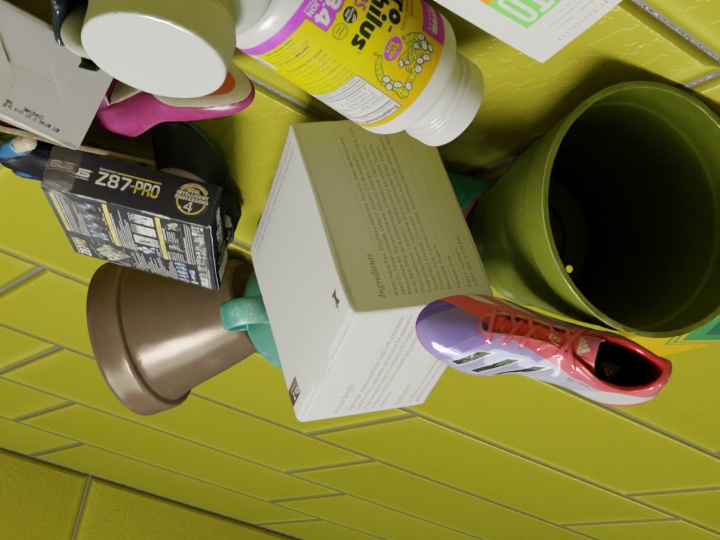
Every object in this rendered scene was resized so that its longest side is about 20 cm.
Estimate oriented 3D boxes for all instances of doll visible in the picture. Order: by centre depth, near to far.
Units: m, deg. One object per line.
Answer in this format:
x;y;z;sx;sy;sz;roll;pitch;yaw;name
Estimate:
-0.314;-0.110;1.211;0.199;0.049;0.136;13;172;12;doll

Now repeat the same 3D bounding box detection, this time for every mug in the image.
-0.069;0.035;1.321;0.185;0.153;0.114;31;153;-25;mug

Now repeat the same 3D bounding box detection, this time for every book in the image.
0.084;-0.227;0.767;0.199;0.048;0.134;23;151;-23;book

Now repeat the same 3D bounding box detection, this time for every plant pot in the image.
0.191;-0.040;0.996;0.200;0.201;0.193;19;168;-20;plant pot
-0.210;0.065;1.445;0.174;0.201;0.200;-15;150;16;plant pot

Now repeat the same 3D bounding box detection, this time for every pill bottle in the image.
-0.095;-0.207;0.683;0.112;0.201;0.112;9;158;4;pill bottle
-0.001;-0.168;0.861;0.200;0.105;0.104;28;153;-36;pill bottle

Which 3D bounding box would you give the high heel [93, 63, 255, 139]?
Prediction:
-0.163;-0.146;1.038;0.199;0.068;0.096;16;153;31;high heel

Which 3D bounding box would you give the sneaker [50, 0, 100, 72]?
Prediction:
-0.176;-0.186;0.866;0.079;0.130;0.199;10;158;5;sneaker

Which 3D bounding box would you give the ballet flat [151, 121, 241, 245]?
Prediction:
-0.167;-0.079;1.202;0.073;0.073;0.200;6;157;13;ballet flat

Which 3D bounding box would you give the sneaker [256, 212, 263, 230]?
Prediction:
-0.011;-0.042;1.237;0.199;0.078;0.085;10;-170;-12;sneaker

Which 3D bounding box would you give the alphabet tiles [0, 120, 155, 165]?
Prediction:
-0.296;-0.126;1.102;0.166;0.006;0.200;17;-175;26;alphabet tiles

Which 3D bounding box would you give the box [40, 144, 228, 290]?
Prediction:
-0.212;-0.046;1.144;0.161;0.049;0.200;13;162;0;box

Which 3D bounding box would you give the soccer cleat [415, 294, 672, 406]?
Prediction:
0.143;0.058;0.912;0.199;0.067;0.076;18;162;-9;soccer cleat

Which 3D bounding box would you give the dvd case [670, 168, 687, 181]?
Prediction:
0.391;-0.074;1.006;0.199;0.025;0.150;-9;151;41;dvd case

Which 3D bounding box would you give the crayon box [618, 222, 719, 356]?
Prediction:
0.296;0.001;1.032;0.051;0.126;0.200;21;156;-25;crayon box

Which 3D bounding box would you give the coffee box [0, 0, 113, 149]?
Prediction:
-0.288;-0.165;0.941;0.114;0.080;0.200;27;178;-33;coffee box

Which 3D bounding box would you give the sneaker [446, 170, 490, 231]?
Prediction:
0.111;-0.002;1.149;0.120;0.201;0.084;0;-159;1;sneaker

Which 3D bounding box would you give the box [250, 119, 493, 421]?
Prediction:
0.000;0.000;1.053;0.130;0.201;0.199;-6;149;-22;box
